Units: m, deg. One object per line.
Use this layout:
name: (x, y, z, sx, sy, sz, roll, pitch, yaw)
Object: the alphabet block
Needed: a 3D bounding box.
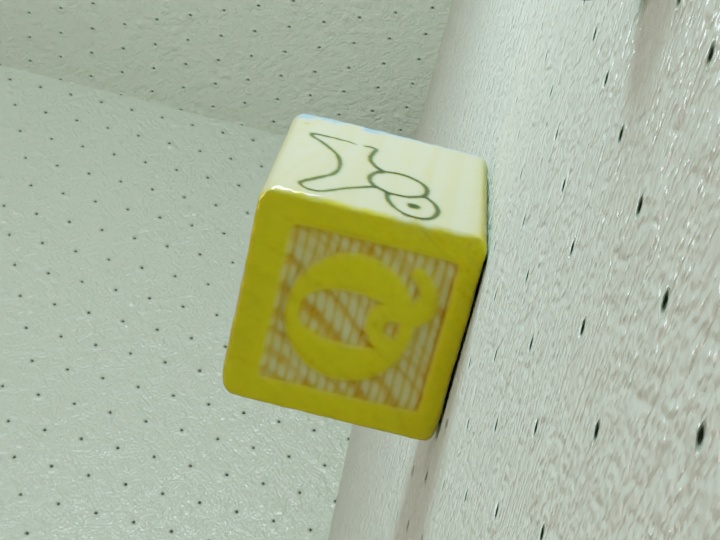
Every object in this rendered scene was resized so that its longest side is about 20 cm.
alphabet block: (0.000, 0.000, 1.270, 0.200, 0.194, 0.198, -75, -2, -66)
